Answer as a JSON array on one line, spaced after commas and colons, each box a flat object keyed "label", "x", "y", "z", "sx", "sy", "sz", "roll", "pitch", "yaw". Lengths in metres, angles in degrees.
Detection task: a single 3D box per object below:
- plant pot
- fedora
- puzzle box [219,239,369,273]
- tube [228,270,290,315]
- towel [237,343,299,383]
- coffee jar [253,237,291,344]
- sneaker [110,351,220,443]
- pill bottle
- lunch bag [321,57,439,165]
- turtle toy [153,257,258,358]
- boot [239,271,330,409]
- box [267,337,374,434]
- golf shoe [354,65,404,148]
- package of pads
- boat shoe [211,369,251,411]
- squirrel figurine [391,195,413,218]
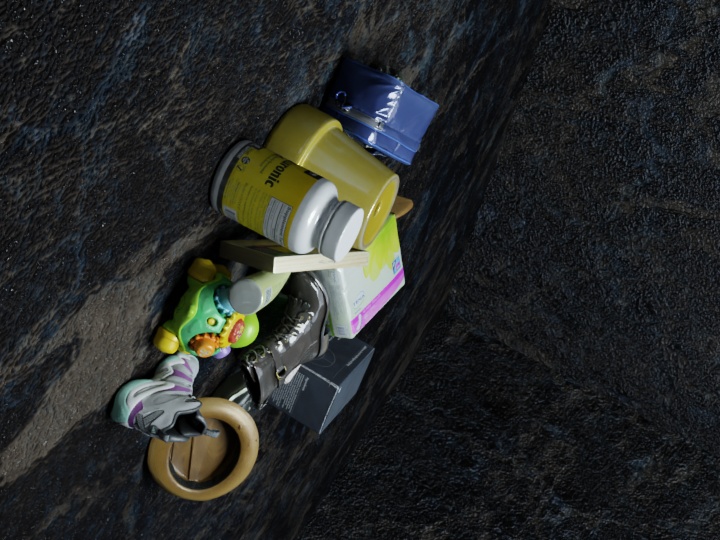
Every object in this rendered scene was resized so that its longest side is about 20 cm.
[{"label": "plant pot", "x": -0.049, "y": -0.131, "z": 1.450, "sx": 0.202, "sy": 0.187, "sz": 0.201, "roll": -59, "pitch": 167, "yaw": -22}, {"label": "fedora", "x": -0.267, "y": 0.289, "z": 1.563, "sx": 0.203, "sy": 0.198, "sz": 0.082, "roll": -67, "pitch": -157, "yaw": 16}, {"label": "puzzle box", "x": -0.100, "y": -0.025, "z": 1.419, "sx": 0.198, "sy": 0.132, "sz": 0.026, "roll": -4, "pitch": 105, "yaw": -45}, {"label": "tube", "x": -0.142, "y": 0.025, "z": 1.358, "sx": 0.200, "sy": 0.057, "sz": 0.053, "roll": -33, "pitch": 114, "yaw": -78}, {"label": "towel", "x": -0.130, "y": 0.100, "z": 1.684, "sx": 0.190, "sy": 0.032, "sz": 0.202, "roll": 10, "pitch": -114, "yaw": 56}, {"label": "coffee jar", "x": -0.141, "y": 0.023, "z": 1.581, "sx": 0.103, "sy": 0.085, "sz": 0.202, "roll": 8, "pitch": 114, "yaw": -36}, {"label": "sneaker", "x": -0.259, "y": 0.200, "z": 1.361, "sx": 0.200, "sy": 0.139, "sz": 0.079, "roll": -39, "pitch": 153, "yaw": -61}, {"label": "pill bottle", "x": -0.100, "y": -0.092, "z": 1.287, "sx": 0.112, "sy": 0.198, "sz": 0.112, "roll": -58, "pitch": 167, "yaw": -21}, {"label": "lunch bag", "x": 0.025, "y": -0.259, "z": 1.557, "sx": 0.199, "sy": 0.135, "sz": 0.134, "roll": 13, "pitch": 104, "yaw": -56}, {"label": "turtle toy", "x": -0.214, "y": 0.071, "z": 1.376, "sx": 0.147, "sy": 0.100, "sz": 0.200, "roll": -63, "pitch": 168, "yaw": -1}, {"label": "boot", "x": -0.127, "y": 0.108, "z": 1.495, "sx": 0.174, "sy": 0.069, "sz": 0.203, "roll": -35, "pitch": 130, "yaw": -40}, {"label": "box", "x": -0.105, "y": 0.191, "z": 1.851, "sx": 0.200, "sy": 0.195, "sz": 0.125, "roll": -38, "pitch": 153, "yaw": -61}, {"label": "golf shoe", "x": 0.019, "y": -0.277, "z": 1.704, "sx": 0.202, "sy": 0.077, "sz": 0.088, "roll": -59, "pitch": -177, "yaw": 3}, {"label": "package of pads", "x": 0.000, "y": 0.000, "z": 1.604, "sx": 0.200, "sy": 0.067, "sz": 0.156, "roll": -45, "pitch": 135, "yaw": -44}, {"label": "boat shoe", "x": -0.234, "y": 0.248, "z": 1.687, "sx": 0.200, "sy": 0.071, "sz": 0.068, "roll": -49, "pitch": 124, "yaw": -35}, {"label": "squirrel figurine", "x": -0.010, "y": -0.085, "z": 1.889, "sx": 0.200, "sy": 0.141, "sz": 0.187, "roll": -48, "pitch": 173, "yaw": -35}]
